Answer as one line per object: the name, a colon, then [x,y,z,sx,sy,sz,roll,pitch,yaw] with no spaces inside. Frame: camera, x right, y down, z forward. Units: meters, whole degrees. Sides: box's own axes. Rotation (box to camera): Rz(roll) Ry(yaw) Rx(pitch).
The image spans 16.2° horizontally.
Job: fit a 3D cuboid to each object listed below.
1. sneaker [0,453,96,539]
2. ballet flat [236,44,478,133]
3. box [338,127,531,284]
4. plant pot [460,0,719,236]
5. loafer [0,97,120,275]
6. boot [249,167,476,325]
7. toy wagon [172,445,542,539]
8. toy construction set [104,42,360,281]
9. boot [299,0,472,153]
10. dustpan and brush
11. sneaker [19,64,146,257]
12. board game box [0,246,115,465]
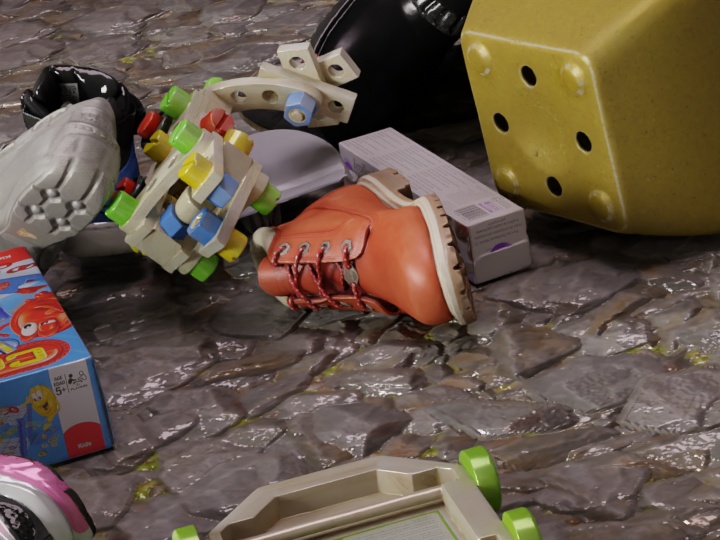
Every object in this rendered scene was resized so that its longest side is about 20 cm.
sneaker: [-0.234,0.133,1.220,0.200,0.080,0.086,-5,33,27]
ballet flat: [0.012,-0.117,1.742,0.200,0.067,0.057,-6,-7,-14]
box: [0.044,-0.042,1.563,0.041,0.039,0.200,-17,23,-19]
plant pot: [0.175,-0.123,1.516,0.200,0.194,0.195,-30,29,-29]
loafer: [-0.203,-0.041,1.539,0.200,0.070,0.070,-30,37,46]
boot: [0.000,0.000,1.449,0.107,0.075,0.200,-19,15,-12]
toy wagon: [0.004,0.140,1.141,0.155,0.040,0.200,-15,23,-10]
toy construction set: [-0.083,-0.072,1.516,0.131,0.092,0.200,-40,9,41]
boot: [0.051,-0.167,1.639,0.158,0.079,0.211,-2,56,60]
dustpan and brush: [-0.068,-0.057,1.647,0.139,0.057,0.200,-21,28,6]
sneaker: [-0.181,-0.082,1.640,0.077,0.111,0.200,-6,14,-10]
board game box: [-0.257,0.065,1.415,0.200,0.056,0.196,-16,22,-13]
